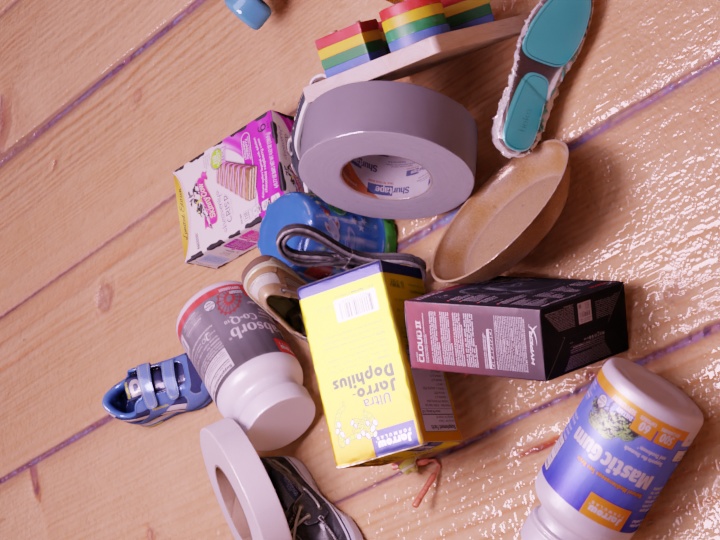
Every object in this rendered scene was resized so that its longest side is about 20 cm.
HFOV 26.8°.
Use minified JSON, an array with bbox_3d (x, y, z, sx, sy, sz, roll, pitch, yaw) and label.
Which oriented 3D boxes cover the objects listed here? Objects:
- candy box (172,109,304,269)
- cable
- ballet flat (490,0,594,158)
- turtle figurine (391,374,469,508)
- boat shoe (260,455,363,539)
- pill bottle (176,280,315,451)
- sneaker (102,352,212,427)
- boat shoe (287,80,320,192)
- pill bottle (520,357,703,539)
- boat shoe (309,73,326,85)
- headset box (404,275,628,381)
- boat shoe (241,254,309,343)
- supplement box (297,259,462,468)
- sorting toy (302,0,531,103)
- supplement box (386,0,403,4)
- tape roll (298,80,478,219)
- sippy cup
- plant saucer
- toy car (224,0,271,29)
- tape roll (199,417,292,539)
[{"bbox_3d":[-0.154,-0.103,1.967,0.199,0.061,0.138,-28,63,37],"label":"candy box"},{"bbox_3d":[0.000,0.000,1.720,0.097,0.199,0.051,-45,29,22],"label":"cable"},{"bbox_3d":[0.191,-0.221,1.657,0.071,0.071,0.202,27,94,44],"label":"ballet flat"},{"bbox_3d":[0.036,0.158,1.722,0.160,0.064,0.203,9,87,45],"label":"turtle figurine"},{"bbox_3d":[-0.068,0.296,1.788,0.200,0.070,0.073,44,111,40],"label":"boat shoe"},{"bbox_3d":[-0.140,0.118,1.867,0.116,0.115,0.201,-52,51,22],"label":"pill bottle"},{"bbox_3d":[-0.261,0.155,2.000,0.199,0.082,0.075,-31,59,33],"label":"sneaker"},{"bbox_3d":[-0.057,-0.160,1.816,0.061,0.075,0.201,56,157,32],"label":"boat shoe"},{"bbox_3d":[0.240,0.197,1.482,0.112,0.111,0.201,42,110,41],"label":"pill bottle"},{"bbox_3d":[0.006,-0.185,1.823,0.200,0.069,0.071,44,111,41],"label":"boat shoe"},{"bbox_3d":[0.153,0.056,1.563,0.198,0.148,0.078,1,100,43],"label":"headset box"},{"bbox_3d":[-0.055,0.058,1.734,0.072,0.199,0.076,-49,40,14],"label":"boat shoe"},{"bbox_3d":[0.020,0.103,1.636,0.108,0.109,0.202,-19,77,24],"label":"supplement box"},{"bbox_3d":[0.059,-0.262,1.690,0.197,0.199,0.070,-15,95,41],"label":"sorting toy"},{"bbox_3d":[0.087,-0.407,1.765,0.201,0.110,0.086,-52,51,23],"label":"supplement box"},{"bbox_3d":[0.032,-0.131,1.690,0.199,0.199,0.067,-18,56,40],"label":"tape roll"},{"bbox_3d":[-0.047,-0.035,1.800,0.139,0.130,0.180,-30,61,35],"label":"sippy cup"},{"bbox_3d":[0.158,-0.054,1.616,0.200,0.035,0.201,-42,18,17],"label":"plant saucer"},{"bbox_3d":[-0.142,-0.450,1.998,0.185,0.176,0.200,-48,22,9],"label":"toy car"},{"bbox_3d":[-0.135,0.275,1.800,0.204,0.037,0.204,56,159,35],"label":"tape roll"}]
